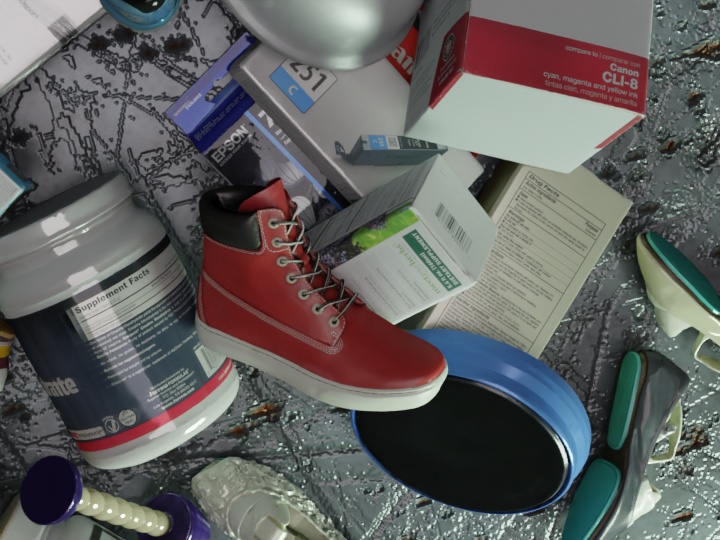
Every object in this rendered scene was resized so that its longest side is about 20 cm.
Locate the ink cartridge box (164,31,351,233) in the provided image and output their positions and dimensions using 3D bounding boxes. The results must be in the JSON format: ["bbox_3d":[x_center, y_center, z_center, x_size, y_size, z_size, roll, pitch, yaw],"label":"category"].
[{"bbox_3d":[-0.057,-0.090,1.073,0.099,0.039,0.200,-45,103,3],"label":"ink cartridge box"}]

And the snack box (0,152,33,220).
[{"bbox_3d":[-0.350,-0.030,0.959,0.116,0.037,0.200,44,98,-7],"label":"snack box"}]

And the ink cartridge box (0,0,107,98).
[{"bbox_3d":[-0.273,-0.223,0.989,0.200,0.084,0.146,-38,104,-1],"label":"ink cartridge box"}]

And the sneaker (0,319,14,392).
[{"bbox_3d":[-0.380,0.063,1.035,0.199,0.075,0.091,15,93,-10],"label":"sneaker"}]

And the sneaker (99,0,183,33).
[{"bbox_3d":[-0.188,-0.258,0.907,0.078,0.090,0.200,-38,103,-2],"label":"sneaker"}]

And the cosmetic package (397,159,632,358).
[{"bbox_3d":[0.124,0.000,1.086,0.105,0.071,0.201,34,87,-10],"label":"cosmetic package"}]

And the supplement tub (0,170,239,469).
[{"bbox_3d":[-0.195,0.039,1.024,0.140,0.140,0.201,-26,103,-3],"label":"supplement tub"}]

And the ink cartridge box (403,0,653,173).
[{"bbox_3d":[0.129,-0.200,0.991,0.144,0.145,0.201,11,75,-11],"label":"ink cartridge box"}]

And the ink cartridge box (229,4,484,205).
[{"bbox_3d":[0.025,-0.148,1.047,0.200,0.045,0.176,46,77,-15],"label":"ink cartridge box"}]

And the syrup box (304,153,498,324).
[{"bbox_3d":[0.000,0.000,1.009,0.200,0.082,0.079,-29,110,35],"label":"syrup box"}]

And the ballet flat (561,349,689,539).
[{"bbox_3d":[0.240,0.170,1.153,0.073,0.073,0.201,17,96,-11],"label":"ballet flat"}]

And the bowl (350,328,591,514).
[{"bbox_3d":[0.085,0.128,1.061,0.200,0.039,0.201,14,140,12],"label":"bowl"}]

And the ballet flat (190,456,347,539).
[{"bbox_3d":[-0.055,0.229,1.121,0.200,0.072,0.072,37,94,-13],"label":"ballet flat"}]

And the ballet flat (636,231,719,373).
[{"bbox_3d":[0.300,0.045,1.143,0.200,0.069,0.070,35,94,-14],"label":"ballet flat"}]

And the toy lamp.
[{"bbox_3d":[-0.183,0.193,1.035,0.058,0.200,0.059,-9,68,23],"label":"toy lamp"}]

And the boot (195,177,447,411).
[{"bbox_3d":[-0.028,0.012,0.934,0.199,0.072,0.145,18,126,16],"label":"boot"}]

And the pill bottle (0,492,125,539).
[{"bbox_3d":[-0.219,0.274,1.080,0.200,0.114,0.114,34,94,-13],"label":"pill bottle"}]

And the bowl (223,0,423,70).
[{"bbox_3d":[-0.014,-0.257,0.971,0.200,0.090,0.202,10,72,-31],"label":"bowl"}]
